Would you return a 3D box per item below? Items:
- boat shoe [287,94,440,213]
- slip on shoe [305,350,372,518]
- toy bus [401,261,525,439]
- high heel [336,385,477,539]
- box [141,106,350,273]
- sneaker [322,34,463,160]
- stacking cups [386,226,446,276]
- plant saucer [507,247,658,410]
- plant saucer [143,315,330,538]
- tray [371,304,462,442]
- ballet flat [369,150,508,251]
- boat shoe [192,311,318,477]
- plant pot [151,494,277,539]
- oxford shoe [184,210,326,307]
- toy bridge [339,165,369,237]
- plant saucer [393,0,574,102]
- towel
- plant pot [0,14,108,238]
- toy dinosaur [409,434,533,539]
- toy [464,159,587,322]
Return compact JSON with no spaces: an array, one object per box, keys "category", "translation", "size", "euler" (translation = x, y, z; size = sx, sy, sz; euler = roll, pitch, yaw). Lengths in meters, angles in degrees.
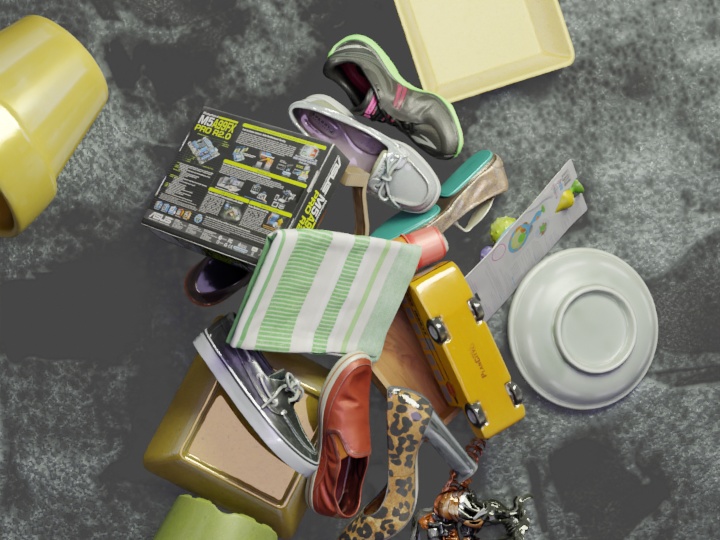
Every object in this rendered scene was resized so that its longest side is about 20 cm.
[{"category":"boat shoe","translation":[0.003,-0.135,1.506],"size":[0.202,0.065,0.075],"euler":[39,109,7]},{"category":"slip on shoe","translation":[-0.013,0.188,1.454],"size":[0.074,0.061,0.201],"euler":[-3,107,-49]},{"category":"toy bus","translation":[0.115,0.093,1.489],"size":[0.065,0.078,0.201],"euler":[-27,97,-21]},{"category":"high heel","translation":[0.018,0.230,1.493],"size":[0.200,0.071,0.143],"euler":[-38,103,8]},{"category":"box","translation":[-0.131,-0.088,1.448],"size":[0.199,0.044,0.161],"euler":[18,75,32]},{"category":"sneaker","translation":[0.035,-0.192,1.516],"size":[0.200,0.077,0.084],"euler":[39,49,12]},{"category":"stacking cups","translation":[0.000,0.000,1.472],"size":[0.199,0.060,0.061],"euler":[-22,91,-15]},{"category":"plant saucer","translation":[0.280,0.071,1.574],"size":[0.199,0.050,0.201],"euler":[0,88,-14]},{"category":"plant saucer","translation":[-0.120,0.182,1.489],"size":[0.199,0.048,0.201],"euler":[28,83,-8]},{"category":"tray","translation":[0.049,0.094,1.525],"size":[0.099,0.037,0.200],"euler":[-41,100,-18]},{"category":"ballet flat","translation":[0.101,-0.063,1.548],"size":[0.200,0.068,0.067],"euler":[-37,117,-9]},{"category":"boat shoe","translation":[-0.100,0.135,1.427],"size":[0.068,0.074,0.200],"euler":[-38,85,4]},{"category":"plant pot","translation":[-0.179,0.356,1.415],"size":[0.199,0.200,0.191],"euler":[24,72,-8]},{"category":"oxford shoe","translation":[-0.116,-0.027,1.497],"size":[0.200,0.073,0.071],"euler":[-41,93,-11]},{"category":"toy bridge","translation":[-0.026,-0.024,1.506],"size":[0.067,0.027,0.201],"euler":[0,114,-43]},{"category":"plant saucer","translation":[0.139,-0.317,1.576],"size":[0.199,0.048,0.201],"euler":[-18,91,-11]},{"category":"towel","translation":[-0.037,0.029,1.406],"size":[0.199,0.023,0.153],"euler":[8,113,-36]},{"category":"plant pot","translation":[-0.385,-0.171,1.404],"size":[0.201,0.201,0.189],"euler":[41,64,-6]},{"category":"toy dinosaur","translation":[0.131,0.291,1.520],"size":[0.135,0.102,0.201],"euler":[12,106,7]},{"category":"toy","translation":[0.189,-0.041,1.557],"size":[0.200,0.115,0.047],"euler":[-45,56,-8]}]
